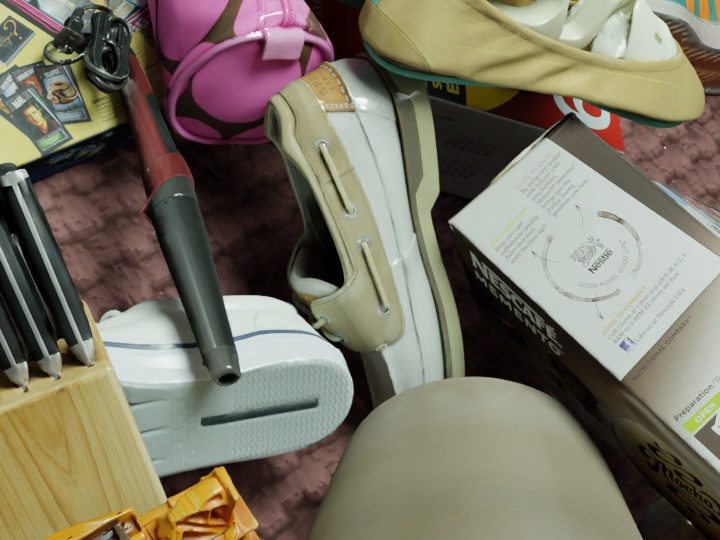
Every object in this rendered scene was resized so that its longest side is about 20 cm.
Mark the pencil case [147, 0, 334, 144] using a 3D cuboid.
[{"bbox_3d":[-0.061,-0.162,0.799,0.091,0.094,0.201,11,57,-38],"label":"pencil case"}]

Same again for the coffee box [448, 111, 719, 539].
[{"bbox_3d":[0.139,0.038,0.758,0.080,0.113,0.200,-41,62,-8],"label":"coffee box"}]

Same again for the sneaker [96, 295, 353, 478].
[{"bbox_3d":[-0.105,0.051,0.722,0.199,0.073,0.071,-2,26,-25],"label":"sneaker"}]

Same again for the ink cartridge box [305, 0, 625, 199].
[{"bbox_3d":[0.039,-0.150,0.920,0.175,0.084,0.201,12,60,-31],"label":"ink cartridge box"}]

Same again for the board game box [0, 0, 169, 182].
[{"bbox_3d":[-0.166,-0.108,0.779,0.200,0.035,0.136,-28,84,-42],"label":"board game box"}]

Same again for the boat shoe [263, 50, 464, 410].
[{"bbox_3d":[0.000,0.000,0.783,0.068,0.075,0.201,-17,112,-18],"label":"boat shoe"}]

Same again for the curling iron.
[{"bbox_3d":[-0.090,-0.035,0.730,0.049,0.026,0.201,6,51,-45],"label":"curling iron"}]

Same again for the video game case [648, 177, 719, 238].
[{"bbox_3d":[0.237,0.022,0.887,0.181,0.026,0.200,43,16,35],"label":"video game case"}]

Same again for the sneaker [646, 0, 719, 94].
[{"bbox_3d":[0.181,-0.161,1.042,0.200,0.071,0.080,5,61,-45],"label":"sneaker"}]

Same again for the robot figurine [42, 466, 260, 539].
[{"bbox_3d":[-0.106,0.156,0.570,0.200,0.058,0.145,-31,58,-15],"label":"robot figurine"}]

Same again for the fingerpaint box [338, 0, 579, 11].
[{"bbox_3d":[0.043,-0.210,0.824,0.167,0.073,0.201,18,56,-45],"label":"fingerpaint box"}]

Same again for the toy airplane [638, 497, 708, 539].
[{"bbox_3d":[0.206,0.109,0.883,0.199,0.141,0.201,42,22,-59],"label":"toy airplane"}]

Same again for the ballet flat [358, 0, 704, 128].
[{"bbox_3d":[0.092,-0.106,0.756,0.199,0.063,0.069,4,34,-38],"label":"ballet flat"}]

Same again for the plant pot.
[{"bbox_3d":[0.049,0.146,0.713,0.200,0.200,0.174,29,35,-20],"label":"plant pot"}]

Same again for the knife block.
[{"bbox_3d":[-0.108,0.056,0.640,0.199,0.176,0.064,22,15,-25],"label":"knife block"}]
